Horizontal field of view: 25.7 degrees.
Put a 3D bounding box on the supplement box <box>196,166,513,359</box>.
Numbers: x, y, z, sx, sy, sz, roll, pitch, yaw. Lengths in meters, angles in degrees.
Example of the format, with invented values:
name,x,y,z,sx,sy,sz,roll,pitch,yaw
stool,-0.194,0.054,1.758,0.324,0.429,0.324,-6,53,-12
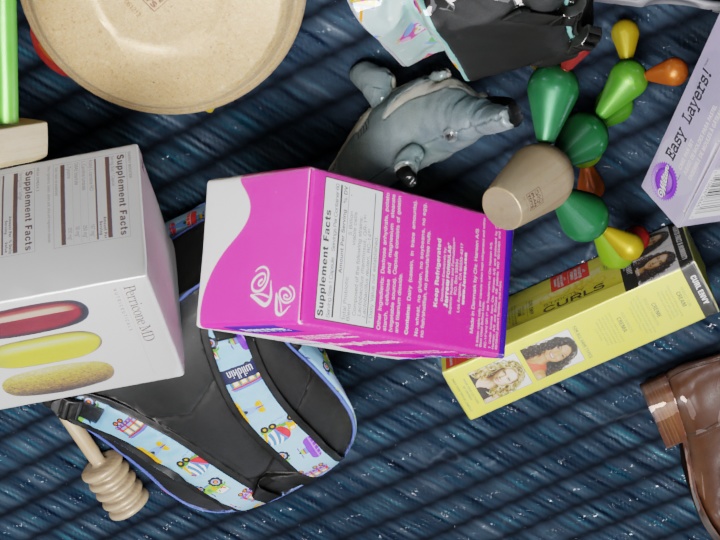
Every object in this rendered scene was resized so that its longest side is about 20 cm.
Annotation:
name,x,y,z,sx,sy,sz,roll,pitch,yaw
supplement box,0.000,0.000,1.052,0.101,0.104,0.200,-4,168,45

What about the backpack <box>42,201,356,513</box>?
name,x,y,z,sx,sy,sz,roll,pitch,yaw
backpack,-0.103,0.075,1.148,0.182,0.135,0.200,-31,124,18

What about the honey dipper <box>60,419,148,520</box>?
name,x,y,z,sx,sy,sz,roll,pitch,yaw
honey dipper,-0.232,0.110,1.231,0.038,0.038,0.200,-25,112,14

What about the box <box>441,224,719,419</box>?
name,x,y,z,sx,sy,sz,roll,pitch,yaw
box,0.158,0.036,1.156,0.200,0.075,0.050,-25,114,16

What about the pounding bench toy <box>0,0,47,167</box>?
name,x,y,z,sx,sy,sz,roll,pitch,yaw
pounding bench toy,-0.256,-0.175,0.974,0.200,0.124,0.156,35,118,12

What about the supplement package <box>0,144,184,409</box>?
name,x,y,z,sx,sy,sz,roll,pitch,yaw
supplement package,-0.222,0.011,0.998,0.199,0.110,0.114,-11,142,1

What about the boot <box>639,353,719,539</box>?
name,x,y,z,sx,sy,sz,roll,pitch,yaw
boot,0.338,0.118,1.210,0.200,0.064,0.187,-25,118,9

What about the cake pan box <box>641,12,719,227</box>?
name,x,y,z,sx,sy,sz,roll,pitch,yaw
cake pan box,0.292,-0.119,1.016,0.184,0.052,0.200,-9,135,-28

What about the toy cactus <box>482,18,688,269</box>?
name,x,y,z,sx,sy,sz,roll,pitch,yaw
toy cactus,0.146,-0.074,1.047,0.102,0.165,0.200,15,129,35

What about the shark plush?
name,x,y,z,sx,sy,sz,roll,pitch,yaw
shark plush,0.049,-0.080,1.041,0.091,0.200,0.083,49,65,-31

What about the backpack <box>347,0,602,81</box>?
name,x,y,z,sx,sy,sz,roll,pitch,yaw
backpack,0.053,-0.224,0.941,0.153,0.176,0.201,-9,83,15

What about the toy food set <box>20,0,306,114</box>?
name,x,y,z,sx,sy,sz,roll,pitch,yaw
toy food set,-0.135,-0.194,1.045,0.200,0.049,0.198,29,117,-15

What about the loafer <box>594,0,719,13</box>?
name,x,y,z,sx,sy,sz,roll,pitch,yaw
loafer,0.223,-0.202,1.022,0.199,0.072,0.063,4,112,-2

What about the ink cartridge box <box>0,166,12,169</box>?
name,x,y,z,sx,sy,sz,roll,pitch,yaw
ink cartridge box,-0.319,-0.013,1.088,0.173,0.044,0.200,-10,105,-6
